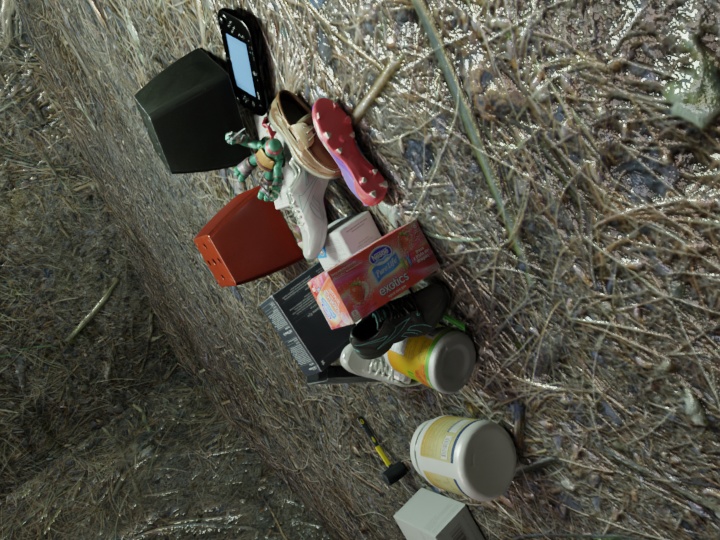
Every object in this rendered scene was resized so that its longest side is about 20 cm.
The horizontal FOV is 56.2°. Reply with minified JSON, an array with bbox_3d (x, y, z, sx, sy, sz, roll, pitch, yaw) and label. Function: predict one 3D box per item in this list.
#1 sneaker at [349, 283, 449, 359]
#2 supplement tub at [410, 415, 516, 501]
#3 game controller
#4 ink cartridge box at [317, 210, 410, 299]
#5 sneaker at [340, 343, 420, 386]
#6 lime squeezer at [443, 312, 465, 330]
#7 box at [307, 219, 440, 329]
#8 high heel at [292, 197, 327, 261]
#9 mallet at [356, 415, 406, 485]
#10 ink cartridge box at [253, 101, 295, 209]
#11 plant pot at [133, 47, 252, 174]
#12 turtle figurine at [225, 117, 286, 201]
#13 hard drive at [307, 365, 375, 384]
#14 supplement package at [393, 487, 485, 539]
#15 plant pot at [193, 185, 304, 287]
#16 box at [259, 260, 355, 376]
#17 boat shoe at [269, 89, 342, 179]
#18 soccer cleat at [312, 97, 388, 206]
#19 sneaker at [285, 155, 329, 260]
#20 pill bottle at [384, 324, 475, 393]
[{"bbox_3d":[0.068,0.085,1.173,0.076,0.198,0.079,57,-176,35],"label":"sneaker"},{"bbox_3d":[0.197,0.365,1.333,0.146,0.143,0.199,59,154,-9],"label":"supplement tub"},{"bbox_3d":[-0.221,-0.394,1.285,0.104,0.042,0.203,44,153,36],"label":"game controller"},{"bbox_3d":[0.000,0.000,1.316,0.203,0.085,0.146,60,155,-12],"label":"ink cartridge box"},{"bbox_3d":[0.053,0.189,1.370,0.197,0.077,0.099,16,178,-29],"label":"sneaker"},{"bbox_3d":[0.099,0.079,1.231,0.195,0.072,0.038,-2,156,21],"label":"lime squeezer"},{"bbox_3d":[0.023,0.007,1.148,0.096,0.198,0.102,60,154,-3],"label":"box"},{"bbox_3d":[-0.092,-0.086,1.442,0.067,0.097,0.200,34,170,19],"label":"high heel"},{"bbox_3d":[0.042,0.494,1.846,0.200,0.065,0.041,48,155,17],"label":"mallet"},{"bbox_3d":[-0.149,-0.234,1.370,0.160,0.049,0.205,-4,99,61],"label":"ink cartridge box"},{"bbox_3d":[-0.360,-0.318,1.424,0.200,0.175,0.202,44,155,45],"label":"plant pot"},{"bbox_3d":[-0.188,-0.207,1.301,0.151,0.100,0.200,57,160,2],"label":"turtle figurine"},{"bbox_3d":[-0.005,0.228,1.484,0.139,0.195,0.034,150,118,-64],"label":"hard drive"},{"bbox_3d":[0.196,0.650,1.702,0.118,0.117,0.199,59,154,-12],"label":"supplement package"},{"bbox_3d":[-0.286,-0.066,1.634,0.199,0.175,0.203,-4,117,61],"label":"plant pot"},{"bbox_3d":[-0.077,0.087,1.420,0.184,0.199,0.104,56,153,-1],"label":"box"},{"bbox_3d":[-0.097,-0.246,1.213,0.200,0.075,0.072,46,151,16],"label":"boat shoe"},{"bbox_3d":[-0.026,-0.198,1.157,0.202,0.066,0.076,55,156,-5],"label":"soccer cleat"},{"bbox_3d":[-0.104,-0.122,1.263,0.070,0.079,0.206,6,95,63],"label":"sneaker"},{"bbox_3d":[0.111,0.147,1.265,0.198,0.110,0.113,17,136,52],"label":"pill bottle"}]
